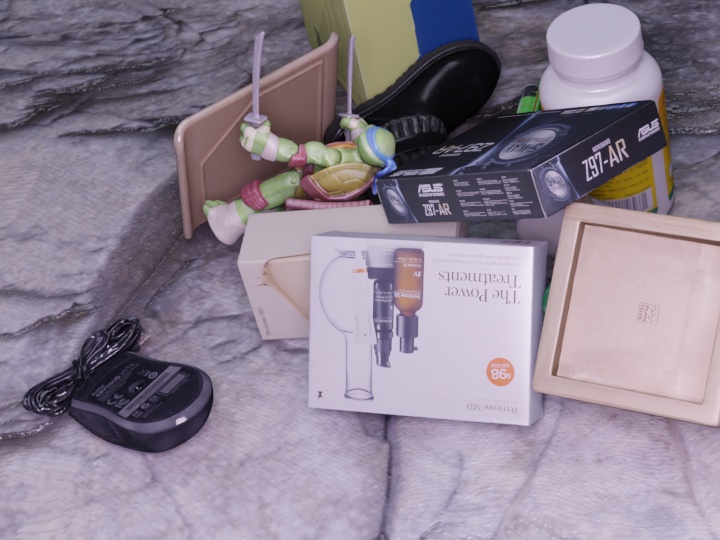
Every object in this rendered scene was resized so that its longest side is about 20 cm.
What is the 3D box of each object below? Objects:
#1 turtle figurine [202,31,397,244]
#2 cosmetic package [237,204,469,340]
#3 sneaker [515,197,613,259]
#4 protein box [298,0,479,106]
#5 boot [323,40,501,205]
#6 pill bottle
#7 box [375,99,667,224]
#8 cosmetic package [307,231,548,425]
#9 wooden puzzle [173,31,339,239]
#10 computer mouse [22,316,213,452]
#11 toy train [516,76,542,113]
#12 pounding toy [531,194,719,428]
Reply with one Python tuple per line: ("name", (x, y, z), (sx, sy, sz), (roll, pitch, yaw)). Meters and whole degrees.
("turtle figurine", (-0.061, -0.117, 1.670), (0.194, 0.200, 0.144), (-38, 8, 31))
("cosmetic package", (0.000, 0.000, 1.604), (0.200, 0.104, 0.073), (-5, 42, 13))
("sneaker", (0.217, -0.012, 1.572), (0.200, 0.073, 0.071), (17, 46, 32))
("protein box", (0.020, -0.299, 1.866), (0.135, 0.199, 0.200), (-23, 40, -9))
("boot", (0.079, -0.133, 1.747), (0.211, 0.079, 0.158), (-36, 36, -7))
("pill bottle", (0.223, -0.137, 1.615), (0.113, 0.200, 0.113), (-9, 41, 8))
("box", (0.135, -0.091, 1.509), (0.160, 0.044, 0.200), (-29, 18, -34))
("cosmetic package", (0.056, 0.047, 1.499), (0.200, 0.151, 0.052), (3, 8, 21))
("wooden puzzle", (-0.103, -0.134, 1.732), (0.200, 0.185, 0.037), (-35, 68, -20))
("computer mouse", (-0.197, 0.115, 1.580), (0.138, 0.053, 0.200), (-39, 35, -27))
("toy train", (0.169, -0.123, 1.744), (0.056, 0.042, 0.200), (-8, 39, 25))
("pounding toy", (0.232, 0.024, 1.456), (0.200, 0.142, 0.184), (10, 86, 27))
